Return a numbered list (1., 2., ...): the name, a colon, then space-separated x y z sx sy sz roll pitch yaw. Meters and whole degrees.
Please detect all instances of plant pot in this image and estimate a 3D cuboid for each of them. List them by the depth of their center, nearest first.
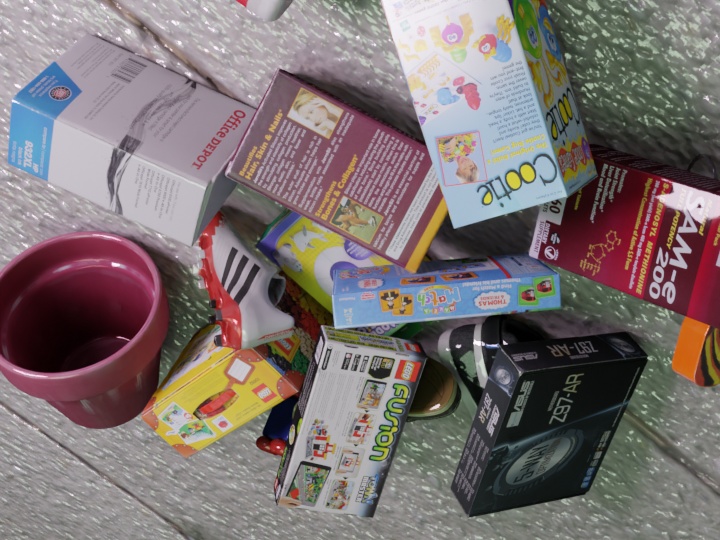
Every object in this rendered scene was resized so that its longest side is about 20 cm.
1. plant pot: -0.312 0.086 1.166 0.199 0.200 0.179 12 144 11

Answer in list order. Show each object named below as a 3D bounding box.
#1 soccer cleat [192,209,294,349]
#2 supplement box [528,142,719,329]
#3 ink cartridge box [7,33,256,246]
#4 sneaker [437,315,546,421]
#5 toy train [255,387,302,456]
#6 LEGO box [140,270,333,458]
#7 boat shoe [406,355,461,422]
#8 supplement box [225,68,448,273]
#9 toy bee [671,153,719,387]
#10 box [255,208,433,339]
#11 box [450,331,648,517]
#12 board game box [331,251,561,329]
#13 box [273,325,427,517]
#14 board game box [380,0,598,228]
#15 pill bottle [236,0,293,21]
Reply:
1. soccer cleat: -0.124 0.004 1.046 0.085 0.200 0.069 -4 131 -18
2. supplement box: 0.251 -0.034 0.867 0.200 0.061 0.109 24 113 38
3. ink cartridge box: -0.216 -0.130 0.986 0.199 0.145 0.084 24 131 1
4. sneaker: 0.175 0.137 1.088 0.112 0.073 0.200 -20 115 33
5. toy train: -0.038 0.188 1.156 0.115 0.085 0.200 26 166 -15
6. LEGO box: -0.133 0.100 1.125 0.077 0.149 0.200 45 128 -15
7. boat shoe: 0.044 0.134 1.124 0.065 0.073 0.200 37 159 -33
8. supplement box: -0.010 -0.095 0.950 0.199 0.086 0.111 28 100 -1
9. toy bee: 0.346 0.006 0.903 0.108 0.131 0.201 -4 127 -17
10. box: 0.000 0.000 1.068 0.200 0.048 0.117 40 129 -13
11. box: 0.193 0.160 1.048 0.160 0.044 0.201 -3 126 -26
12. board game box: 0.074 0.016 0.949 0.199 0.151 0.037 -4 99 0
13. box: -0.013 0.160 1.041 0.110 0.035 0.201 11 112 -16
14. board game box: 0.109 -0.151 0.835 0.105 0.103 0.201 -15 97 29
15. pill bottle: -0.125 -0.309 0.840 0.200 0.112 0.112 35 129 -7
